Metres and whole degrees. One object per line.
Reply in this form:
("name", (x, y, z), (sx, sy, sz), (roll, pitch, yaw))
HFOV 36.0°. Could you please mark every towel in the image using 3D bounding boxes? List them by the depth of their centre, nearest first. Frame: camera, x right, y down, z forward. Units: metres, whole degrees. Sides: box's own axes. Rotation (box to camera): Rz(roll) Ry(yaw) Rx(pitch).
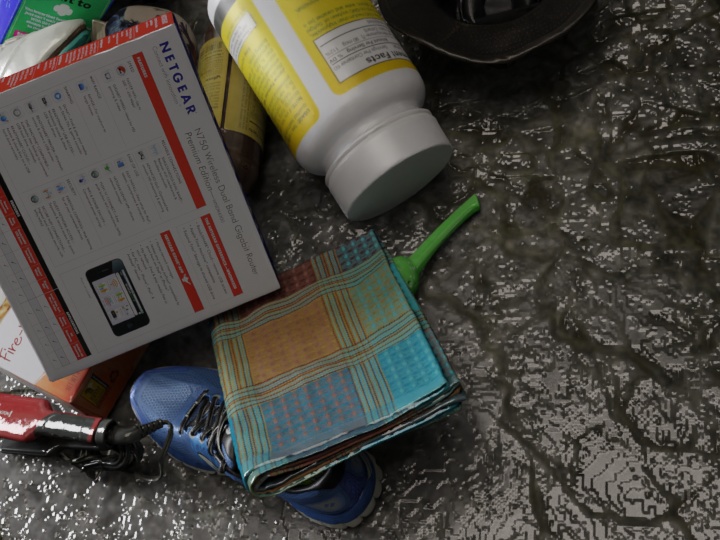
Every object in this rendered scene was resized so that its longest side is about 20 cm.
("towel", (-0.027, 0.052, 0.733), (0.145, 0.022, 0.201), (-25, 35, -1))

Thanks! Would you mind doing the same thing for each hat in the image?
("hat", (0.104, -0.216, 0.873), (0.197, 0.081, 0.203), (-6, 55, 8))

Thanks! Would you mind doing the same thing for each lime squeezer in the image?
("lime squeezer", (0.000, 0.000, 0.826), (0.197, 0.038, 0.071), (-19, 61, 9))

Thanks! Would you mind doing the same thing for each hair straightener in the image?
("hair straightener", (-0.202, 0.122, 0.809), (0.198, 0.077, 0.041), (-6, 52, 36))

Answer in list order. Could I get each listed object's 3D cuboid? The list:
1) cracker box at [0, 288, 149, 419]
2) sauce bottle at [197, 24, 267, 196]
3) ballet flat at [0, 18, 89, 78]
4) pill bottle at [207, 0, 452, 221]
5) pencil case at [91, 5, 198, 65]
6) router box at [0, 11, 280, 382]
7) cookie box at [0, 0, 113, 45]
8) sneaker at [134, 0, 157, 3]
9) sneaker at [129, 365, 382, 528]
("cracker box", (-0.257, 0.019, 0.885), (0.198, 0.058, 0.135), (21, 72, 25))
("sauce bottle", (-0.109, -0.104, 0.893), (0.064, 0.065, 0.203), (-2, 64, 16))
("ballet flat", (-0.302, -0.143, 0.925), (0.200, 0.069, 0.070), (-49, 56, 25))
("pill bottle", (-0.022, -0.146, 0.839), (0.113, 0.114, 0.201), (-32, 77, 0))
("pencil case", (-0.176, -0.125, 0.857), (0.088, 0.079, 0.202), (1, 42, -5))
("router box", (-0.172, -0.047, 0.760), (0.177, 0.202, 0.049), (-21, 24, -3))
("cookie box", (-0.265, -0.274, 0.953), (0.200, 0.074, 0.173), (-42, 48, 46))
("sneaker", (-0.158, -0.279, 0.982), (0.198, 0.077, 0.112), (24, 68, 30))
("sneaker", (-0.080, 0.108, 0.769), (0.198, 0.089, 0.079), (18, 70, 23))
